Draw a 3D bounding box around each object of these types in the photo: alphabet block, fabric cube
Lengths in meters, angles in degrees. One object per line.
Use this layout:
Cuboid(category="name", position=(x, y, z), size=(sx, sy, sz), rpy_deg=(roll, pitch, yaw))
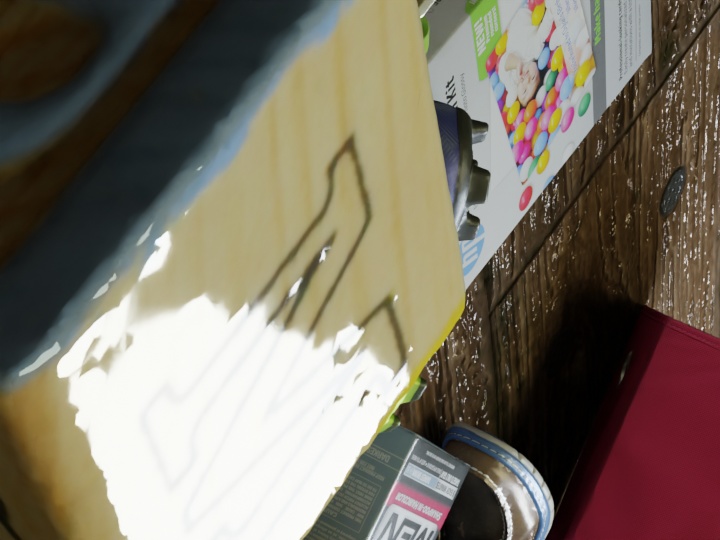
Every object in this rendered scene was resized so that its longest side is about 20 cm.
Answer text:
Cuboid(category="alphabet block", position=(-0.098, -0.017, 0.725), size=(0.197, 0.194, 0.201), rpy_deg=(-51, 151, -25))
Cuboid(category="fabric cube", position=(0.240, 0.155, 1.510), size=(0.196, 0.199, 0.201), rpy_deg=(-16, 131, -86))

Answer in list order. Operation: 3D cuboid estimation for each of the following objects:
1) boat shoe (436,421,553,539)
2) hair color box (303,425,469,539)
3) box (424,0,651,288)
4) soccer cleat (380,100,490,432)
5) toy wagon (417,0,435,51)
Cuboid(category="boat shoe", position=(0.071, 0.168, 1.381), size=(0.073, 0.072, 0.201), rpy_deg=(-52, 152, -25))
Cuboid(category="hair color box", position=(-0.022, 0.174, 1.210), size=(0.201, 0.060, 0.099), rpy_deg=(-63, 156, -4))
Cuboid(category="box", position=(0.073, -0.104, 1.080), size=(0.200, 0.041, 0.157), rpy_deg=(-49, 148, -30))
Cuboid(category="soccer cleat", position=(0.000, -0.001, 1.015), size=(0.201, 0.083, 0.065), rpy_deg=(106, -12, -46))
Cuboid(category="toy wagon", position=(0.001, -0.146, 0.883), size=(0.198, 0.040, 0.156), rpy_deg=(-19, 136, -19))
